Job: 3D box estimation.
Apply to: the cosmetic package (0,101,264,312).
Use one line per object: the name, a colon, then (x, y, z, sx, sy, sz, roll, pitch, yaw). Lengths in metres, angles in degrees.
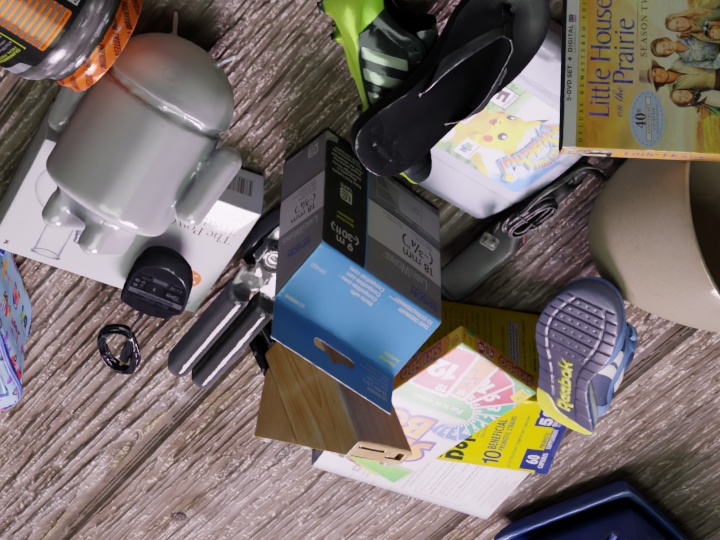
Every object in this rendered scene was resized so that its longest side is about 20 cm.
cosmetic package: (-0.206, -0.052, 1.705, 0.200, 0.052, 0.151, 19, 138, -18)

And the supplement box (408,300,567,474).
supplement box: (0.093, 0.106, 1.824, 0.200, 0.110, 0.109, 8, 137, -7)

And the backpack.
backpack: (-0.380, 0.079, 1.742, 0.134, 0.200, 0.183, -2, 137, 4)

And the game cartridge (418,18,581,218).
game cartridge: (0.124, -0.124, 1.629, 0.133, 0.041, 0.200, 25, 133, -29)

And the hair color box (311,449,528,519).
hair color box: (0.061, 0.175, 1.936, 0.200, 0.061, 0.099, 18, 134, -19)

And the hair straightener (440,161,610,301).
hair straightener: (0.138, -0.032, 1.695, 0.200, 0.077, 0.041, -36, 92, 34)

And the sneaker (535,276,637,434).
sneaker: (0.200, 0.059, 1.688, 0.074, 0.082, 0.200, 32, 150, 18)

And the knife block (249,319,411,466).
knife block: (-0.028, 0.074, 1.727, 0.064, 0.176, 0.200, 14, 175, -38)

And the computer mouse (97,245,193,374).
computer mouse: (-0.195, 0.034, 1.748, 0.059, 0.034, 0.200, 23, 143, -11)

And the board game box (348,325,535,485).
board game box: (0.053, 0.128, 1.751, 0.095, 0.030, 0.200, 34, 129, -28)

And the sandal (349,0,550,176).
sandal: (0.078, -0.148, 1.518, 0.076, 0.043, 0.200, 37, 100, -28)

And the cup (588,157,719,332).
cup: (0.277, -0.035, 1.626, 0.143, 0.201, 0.200, -15, 139, 45)

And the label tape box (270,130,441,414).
label tape box: (0.000, 0.000, 1.644, 0.144, 0.200, 0.063, 34, 128, -31)

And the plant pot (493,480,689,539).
plant pot: (0.257, 0.345, 2.027, 0.200, 0.180, 0.200, -27, 131, 26)

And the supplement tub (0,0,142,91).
supplement tub: (-0.272, -0.226, 1.464, 0.200, 0.123, 0.122, 32, 129, -29)

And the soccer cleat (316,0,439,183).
soccer cleat: (0.032, -0.158, 1.553, 0.081, 0.068, 0.200, -17, 121, 11)

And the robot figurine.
robot figurine: (-0.177, -0.108, 1.568, 0.170, 0.113, 0.200, 35, 100, 12)

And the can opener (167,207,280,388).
can opener: (-0.104, 0.021, 1.754, 0.053, 0.067, 0.200, 28, 124, -24)

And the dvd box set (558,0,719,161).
dvd box set: (0.256, -0.159, 1.514, 0.200, 0.147, 0.029, 3, 172, -1)
